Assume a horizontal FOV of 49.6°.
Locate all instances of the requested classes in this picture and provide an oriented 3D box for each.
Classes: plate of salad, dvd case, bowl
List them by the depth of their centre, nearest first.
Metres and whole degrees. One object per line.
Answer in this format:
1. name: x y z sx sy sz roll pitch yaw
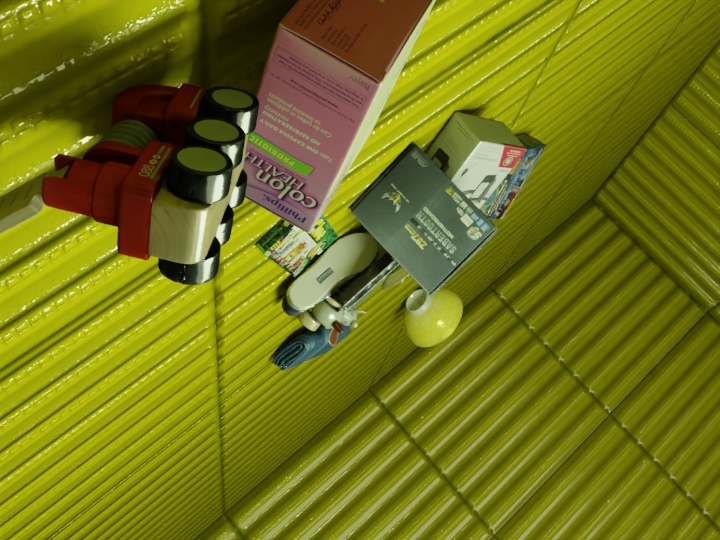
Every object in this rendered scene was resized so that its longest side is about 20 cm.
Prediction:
1. dvd case: 0.000 0.000 1.439 0.148 0.016 0.200 -42 -163 -6
2. plate of salad: 0.125 -0.020 1.707 0.200 0.048 0.200 -41 -173 6
3. bowl: 0.198 0.119 2.355 0.200 0.200 0.108 -44 125 5

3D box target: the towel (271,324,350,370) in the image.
1. towel: -0.107 0.162 1.752 0.111 0.049 0.199 -40 168 28

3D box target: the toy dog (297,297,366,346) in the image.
1. toy dog: -0.040 0.099 1.623 0.199 0.096 0.132 -9 142 -54

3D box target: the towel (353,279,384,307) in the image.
1. towel: 0.003 0.039 1.771 0.200 0.023 0.144 -44 168 8

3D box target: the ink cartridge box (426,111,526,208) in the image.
1. ink cartridge box: 0.178 -0.173 1.399 0.144 0.084 0.201 -2 138 -45

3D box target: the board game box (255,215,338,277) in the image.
1. board game box: -0.094 -0.048 1.216 0.105 0.023 0.200 -45 167 -1

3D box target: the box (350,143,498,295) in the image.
1. box: 0.105 -0.084 1.294 0.158 0.200 0.051 -44 172 10

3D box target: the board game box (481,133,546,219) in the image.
1. board game box: 0.320 -0.217 1.747 0.201 0.061 0.199 -62 158 14

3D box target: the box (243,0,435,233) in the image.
1. box: -0.027 -0.172 0.731 0.177 0.096 0.201 -63 -178 -40

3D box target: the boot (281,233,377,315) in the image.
1. boot: -0.061 0.006 1.410 0.199 0.073 0.090 -35 179 -22

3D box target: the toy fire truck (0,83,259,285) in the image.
1. toy fire truck: -0.196 -0.076 0.621 0.177 0.198 0.130 -84 -172 -55
